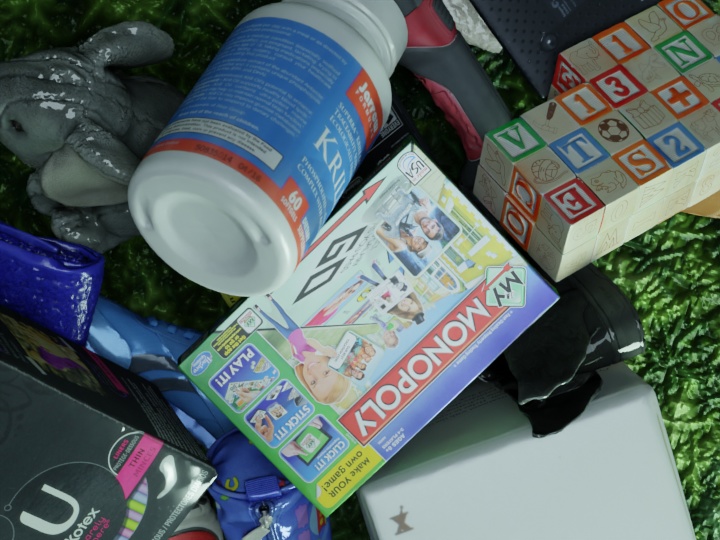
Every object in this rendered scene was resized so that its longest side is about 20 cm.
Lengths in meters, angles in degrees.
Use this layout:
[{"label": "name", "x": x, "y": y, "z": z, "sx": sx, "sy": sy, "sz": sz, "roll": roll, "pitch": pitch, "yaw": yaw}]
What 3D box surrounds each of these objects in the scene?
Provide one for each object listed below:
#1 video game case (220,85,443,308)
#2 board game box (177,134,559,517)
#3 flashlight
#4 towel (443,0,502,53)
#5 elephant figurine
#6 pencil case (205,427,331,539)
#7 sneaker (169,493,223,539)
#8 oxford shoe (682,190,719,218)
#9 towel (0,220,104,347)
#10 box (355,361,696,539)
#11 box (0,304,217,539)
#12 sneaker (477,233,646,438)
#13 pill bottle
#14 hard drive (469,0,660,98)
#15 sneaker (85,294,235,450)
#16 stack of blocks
[{"label": "video game case", "x": 0.000, "y": 0.000, "z": 1.449, "sx": 0.200, "sy": 0.025, "sz": 0.181, "roll": -40, "pitch": 102, "yaw": -39}, {"label": "board game box", "x": 0.005, "y": 0.035, "z": 1.362, "sx": 0.200, "sy": 0.029, "sz": 0.135, "roll": -44, "pitch": 99, "yaw": 6}, {"label": "flashlight", "x": 0.054, "y": -0.116, "z": 1.462, "sx": 0.068, "sy": 0.068, "sz": 0.201, "roll": -40, "pitch": 116, "yaw": -15}, {"label": "towel", "x": 0.033, "y": -0.237, "z": 1.473, "sx": 0.199, "sy": 0.034, "sz": 0.133, "roll": 20, "pitch": 95, "yaw": -8}, {"label": "elephant figurine", "x": -0.171, "y": -0.091, "z": 1.376, "sx": 0.155, "sy": 0.200, "sz": 0.142, "roll": -36, "pitch": 73, "yaw": -4}, {"label": "pencil case", "x": -0.052, "y": 0.191, "z": 1.462, "sx": 0.077, "sy": 0.087, "sz": 0.201, "roll": -5, "pitch": 125, "yaw": 5}, {"label": "sneaker", "x": -0.186, "y": 0.211, "z": 1.493, "sx": 0.199, "sy": 0.077, "sz": 0.086, "roll": -15, "pitch": 104, "yaw": -3}, {"label": "oxford shoe", "x": 0.237, "y": -0.066, "z": 1.500, "sx": 0.198, "sy": 0.071, "sz": 0.072, "roll": -5, "pitch": 97, "yaw": -7}, {"label": "towel", "x": -0.253, "y": 0.060, "z": 1.437, "sx": 0.147, "sy": 0.050, "sz": 0.201, "roll": 19, "pitch": 113, "yaw": 11}, {"label": "box", "x": 0.111, "y": 0.179, "z": 1.468, "sx": 0.198, "sy": 0.171, "sz": 0.201, "roll": -19, "pitch": 100, "yaw": -3}, {"label": "box", "x": -0.208, "y": 0.106, "z": 1.357, "sx": 0.200, "sy": 0.106, "sz": 0.123, "roll": 31, "pitch": 100, "yaw": -38}, {"label": "sneaker", "x": 0.110, "y": 0.033, "z": 1.431, "sx": 0.104, "sy": 0.200, "sz": 0.060, "roll": -25, "pitch": 121, "yaw": -11}, {"label": "pill bottle", "x": -0.048, "y": -0.091, "z": 1.346, "sx": 0.112, "sy": 0.112, "sz": 0.201, "roll": 37, "pitch": 56, "yaw": -9}, {"label": "hard drive", "x": 0.152, "y": -0.226, "z": 1.458, "sx": 0.200, "sy": 0.042, "sz": 0.135, "roll": -44, "pitch": 118, "yaw": -7}, {"label": "sneaker", "x": -0.113, "y": 0.060, "z": 1.482, "sx": 0.200, "sy": 0.066, "sz": 0.079, "roll": 38, "pitch": 97, "yaw": -13}, {"label": "stack of blocks", "x": 0.169, "y": -0.090, "z": 1.430, "sx": 0.199, "sy": 0.059, "sz": 0.115, "roll": -29, "pitch": 60, "yaw": -25}]
